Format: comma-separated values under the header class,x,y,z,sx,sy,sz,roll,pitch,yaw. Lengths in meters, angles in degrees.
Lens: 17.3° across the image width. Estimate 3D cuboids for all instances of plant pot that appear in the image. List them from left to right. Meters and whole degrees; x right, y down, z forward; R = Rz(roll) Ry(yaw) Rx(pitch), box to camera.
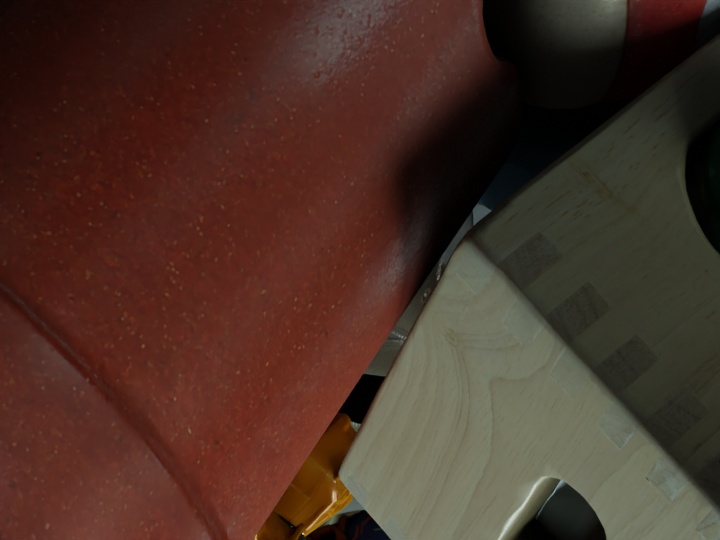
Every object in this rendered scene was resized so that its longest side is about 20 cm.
class,x,y,z,sx,sy,sz,roll,pitch,yaw
plant pot,-0.071,-0.010,0.601,0.196,0.200,0.201,-49,157,-21

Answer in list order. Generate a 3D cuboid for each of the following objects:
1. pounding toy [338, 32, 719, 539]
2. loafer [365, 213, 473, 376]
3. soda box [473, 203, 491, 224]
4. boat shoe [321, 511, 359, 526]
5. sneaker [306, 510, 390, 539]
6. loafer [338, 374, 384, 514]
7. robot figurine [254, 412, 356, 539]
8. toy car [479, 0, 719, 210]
class,x,y,z,sx,sy,sz,roll,pitch,yaw
pounding toy,0.103,0.032,0.607,0.184,0.142,0.200,-37,167,-26
loafer,0.000,0.000,0.789,0.071,0.073,0.200,-38,151,-8
soda box,0.081,-0.004,0.903,0.200,0.068,0.064,67,40,-62
boat shoe,0.045,0.093,1.074,0.201,0.074,0.075,-57,155,14
sneaker,-0.005,0.130,1.004,0.199,0.075,0.079,7,118,-38
loafer,0.005,0.054,0.947,0.199,0.075,0.070,-12,141,-54
robot figurine,-0.088,0.120,0.828,0.200,0.058,0.145,-37,-177,26
toy car,0.108,-0.141,0.656,0.198,0.178,0.185,-14,146,-12
